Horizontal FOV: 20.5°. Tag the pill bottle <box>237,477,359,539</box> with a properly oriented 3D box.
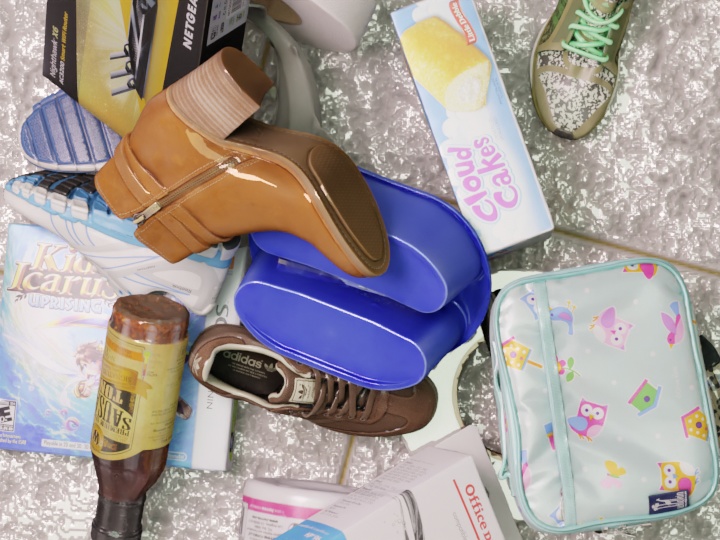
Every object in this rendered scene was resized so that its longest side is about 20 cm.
[{"bbox_3d":[-0.046,0.268,1.554,0.112,0.113,0.202,6,88,3],"label":"pill bottle"}]

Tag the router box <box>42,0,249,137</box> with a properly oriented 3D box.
[{"bbox_3d":[-0.160,-0.186,1.465,0.157,0.201,0.052,37,51,21],"label":"router box"}]

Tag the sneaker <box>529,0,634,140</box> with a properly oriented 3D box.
[{"bbox_3d":[0.184,-0.204,1.576,0.076,0.089,0.202,15,89,3],"label":"sneaker"}]

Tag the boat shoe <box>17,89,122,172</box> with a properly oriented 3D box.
[{"bbox_3d":[-0.174,-0.117,1.595,0.198,0.072,0.073,-12,84,-3],"label":"boat shoe"}]

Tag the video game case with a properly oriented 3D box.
[{"bbox_3d":[-0.194,0.061,1.604,0.198,0.045,0.183,5,87,3],"label":"video game case"}]

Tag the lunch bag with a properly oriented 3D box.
[{"bbox_3d":[0.173,0.097,1.462,0.159,0.077,0.202,-8,84,-5],"label":"lunch bag"}]

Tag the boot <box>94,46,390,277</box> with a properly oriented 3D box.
[{"bbox_3d":[-0.087,-0.042,1.423,0.200,0.077,0.155,46,120,-10],"label":"boot"}]

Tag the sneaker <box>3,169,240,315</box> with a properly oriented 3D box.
[{"bbox_3d":[-0.194,-0.017,1.555,0.198,0.075,0.087,20,115,15],"label":"sneaker"}]

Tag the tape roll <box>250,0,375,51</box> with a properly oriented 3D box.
[{"bbox_3d":[-0.085,-0.231,1.526,0.201,0.203,0.037,25,85,3],"label":"tape roll"}]

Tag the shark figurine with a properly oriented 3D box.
[{"bbox_3d":[-0.050,-0.120,1.540,0.127,0.089,0.216,-18,122,-30],"label":"shark figurine"}]

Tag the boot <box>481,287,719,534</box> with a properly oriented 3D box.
[{"bbox_3d":[0.194,0.080,1.540,0.153,0.073,0.205,-28,87,-4],"label":"boot"}]

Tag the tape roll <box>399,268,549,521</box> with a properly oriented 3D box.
[{"bbox_3d":[0.125,0.099,1.592,0.201,0.037,0.205,0,88,2],"label":"tape roll"}]

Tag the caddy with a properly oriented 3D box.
[{"bbox_3d":[0.000,0.000,1.509,0.198,0.105,0.142,21,117,11],"label":"caddy"}]

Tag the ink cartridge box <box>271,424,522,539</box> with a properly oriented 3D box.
[{"bbox_3d":[0.043,0.212,1.497,0.199,0.068,0.117,-29,104,-24],"label":"ink cartridge box"}]

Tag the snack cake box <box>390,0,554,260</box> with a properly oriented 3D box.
[{"bbox_3d":[0.089,-0.112,1.564,0.067,0.115,0.202,-20,86,2],"label":"snack cake box"}]

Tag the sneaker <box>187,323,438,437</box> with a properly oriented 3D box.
[{"bbox_3d":[-0.038,0.095,1.539,0.198,0.076,0.071,12,103,-1],"label":"sneaker"}]

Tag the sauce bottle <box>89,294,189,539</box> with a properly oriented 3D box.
[{"bbox_3d":[-0.175,0.120,1.536,0.065,0.066,0.202,11,108,3],"label":"sauce bottle"}]
